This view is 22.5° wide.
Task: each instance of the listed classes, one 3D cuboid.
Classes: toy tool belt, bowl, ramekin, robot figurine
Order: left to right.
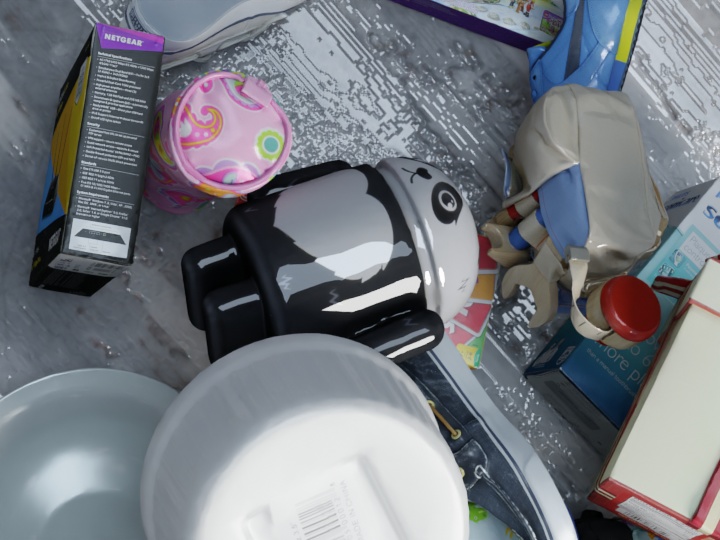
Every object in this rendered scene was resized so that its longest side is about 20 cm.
[{"bbox_3d":[-0.182,0.174,1.225,0.199,0.091,0.203,-1,56,2],"label":"bowl"},{"bbox_3d":[-0.029,0.148,1.107,0.199,0.098,0.202,-5,106,-16],"label":"ramekin"},{"bbox_3d":[-0.017,-0.003,1.210,0.198,0.125,0.152,-18,88,-14],"label":"robot figurine"},{"bbox_3d":[0.148,-0.023,1.272,0.124,0.123,0.202,7,62,-27],"label":"toy tool belt"}]

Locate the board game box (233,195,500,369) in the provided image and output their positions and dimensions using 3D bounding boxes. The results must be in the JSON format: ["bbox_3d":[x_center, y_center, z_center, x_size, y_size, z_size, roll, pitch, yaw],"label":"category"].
[{"bbox_3d":[0.000,0.000,1.293,0.198,0.030,0.096,15,80,-10],"label":"board game box"}]

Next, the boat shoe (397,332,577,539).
[{"bbox_3d":[0.060,0.130,1.222,0.090,0.071,0.201,-29,60,-12],"label":"boat shoe"}]

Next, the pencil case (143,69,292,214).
[{"bbox_3d":[-0.108,-0.087,1.237,0.087,0.200,0.088,0,89,-15],"label":"pencil case"}]

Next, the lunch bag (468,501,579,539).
[{"bbox_3d":[0.060,0.240,1.243,0.198,0.082,0.162,-5,71,-20],"label":"lunch bag"}]

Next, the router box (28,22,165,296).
[{"bbox_3d":[-0.179,-0.068,1.214,0.051,0.200,0.151,10,81,-15],"label":"router box"}]

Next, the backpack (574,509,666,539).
[{"bbox_3d":[0.244,0.265,1.327,0.198,0.127,0.169,8,79,-17],"label":"backpack"}]

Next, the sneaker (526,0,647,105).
[{"bbox_3d":[0.156,-0.125,1.363,0.078,0.066,0.202,15,108,6],"label":"sneaker"}]

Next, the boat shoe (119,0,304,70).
[{"bbox_3d":[-0.107,-0.188,1.315,0.075,0.086,0.202,50,46,0],"label":"boat shoe"}]

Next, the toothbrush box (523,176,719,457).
[{"bbox_3d":[0.246,0.053,1.371,0.146,0.085,0.200,45,74,-7],"label":"toothbrush box"}]

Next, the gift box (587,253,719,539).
[{"bbox_3d":[0.261,0.100,1.238,0.183,0.200,0.188,28,82,2],"label":"gift box"}]

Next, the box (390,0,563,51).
[{"bbox_3d":[0.121,-0.247,1.395,0.198,0.039,0.138,19,80,-11],"label":"box"}]
